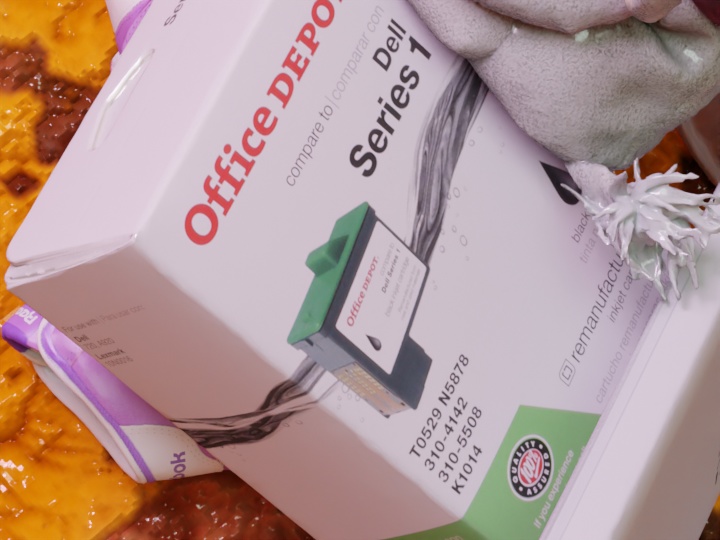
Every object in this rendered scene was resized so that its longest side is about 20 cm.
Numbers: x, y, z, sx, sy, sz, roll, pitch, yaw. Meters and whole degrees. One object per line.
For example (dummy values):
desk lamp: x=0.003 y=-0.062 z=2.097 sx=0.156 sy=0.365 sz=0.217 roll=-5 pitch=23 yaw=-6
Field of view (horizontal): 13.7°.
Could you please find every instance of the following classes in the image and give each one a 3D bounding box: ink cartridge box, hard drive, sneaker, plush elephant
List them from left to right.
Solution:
sneaker: x=-0.083 y=-0.023 z=1.072 sx=0.114 sy=0.073 sz=0.202 roll=-17 pitch=81 yaw=-10
ink cartridge box: x=0.000 y=0.000 z=1.011 sx=0.200 sy=0.084 sz=0.147 roll=40 pitch=59 yaw=-24
hard drive: x=0.102 y=0.067 z=1.020 sx=0.027 sy=0.132 sz=0.200 roll=18 pitch=50 yaw=16
plush elephant: x=0.103 y=-0.114 z=0.986 sx=0.155 sy=0.164 sz=0.201 roll=-41 pitch=62 yaw=19

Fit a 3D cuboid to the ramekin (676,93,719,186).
ramekin: x=0.209 y=-0.100 z=1.105 sx=0.201 sy=0.094 sz=0.204 roll=0 pitch=91 yaw=-1
